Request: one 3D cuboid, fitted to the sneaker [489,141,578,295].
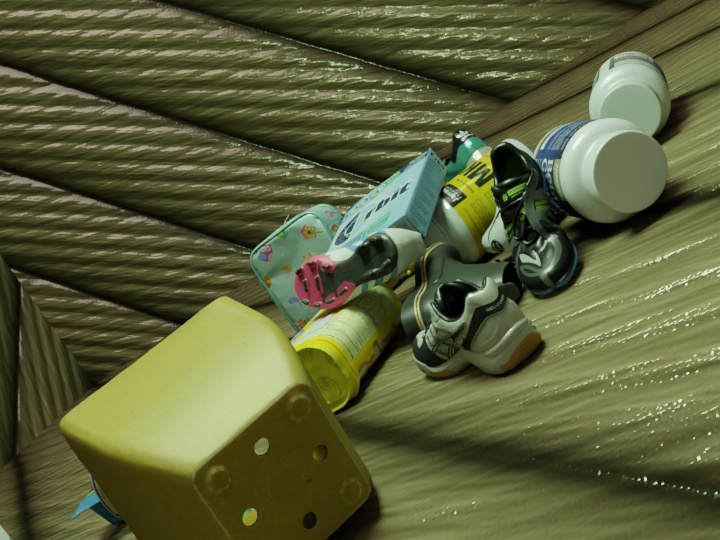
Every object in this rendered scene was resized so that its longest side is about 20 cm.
[{"bbox_3d":[0.176,-0.058,0.995,0.070,0.082,0.203,-31,47,25],"label":"sneaker"}]

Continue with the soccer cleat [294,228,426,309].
[{"bbox_3d":[0.000,0.000,1.147,0.085,0.071,0.198,-12,-7,-44],"label":"soccer cleat"}]

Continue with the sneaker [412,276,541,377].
[{"bbox_3d":[0.098,0.048,0.901,0.075,0.088,0.199,-40,8,-24],"label":"sneaker"}]

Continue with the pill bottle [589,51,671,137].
[{"bbox_3d":[0.375,-0.237,1.289,0.110,0.112,0.200,-31,9,24],"label":"pill bottle"}]

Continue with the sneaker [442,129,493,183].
[{"bbox_3d":[0.165,-0.137,1.427,0.071,0.080,0.202,-28,-29,-20],"label":"sneaker"}]

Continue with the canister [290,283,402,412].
[{"bbox_3d":[-0.037,0.102,1.158,0.147,0.087,0.200,-30,8,32],"label":"canister"}]

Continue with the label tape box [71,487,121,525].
[{"bbox_3d":[-0.297,0.283,1.287,0.142,0.067,0.200,-34,11,14],"label":"label tape box"}]

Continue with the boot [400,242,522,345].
[{"bbox_3d":[0.133,0.010,1.078,0.136,0.078,0.201,-25,23,25],"label":"boot"}]

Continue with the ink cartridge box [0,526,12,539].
[{"bbox_3d":[-0.642,0.423,1.419,0.127,0.202,0.125,-33,8,2],"label":"ink cartridge box"}]

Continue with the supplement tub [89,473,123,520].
[{"bbox_3d":[-0.218,0.215,1.050,0.144,0.146,0.199,-39,9,-31],"label":"supplement tub"}]

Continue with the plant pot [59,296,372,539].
[{"bbox_3d":[-0.101,0.160,0.773,0.193,0.198,0.199,-38,19,-23],"label":"plant pot"}]

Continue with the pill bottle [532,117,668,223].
[{"bbox_3d":[0.265,-0.112,1.029,0.110,0.112,0.200,-35,8,0],"label":"pill bottle"}]

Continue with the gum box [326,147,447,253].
[{"bbox_3d":[0.030,-0.065,1.260,0.169,0.045,0.201,-35,17,31],"label":"gum box"}]

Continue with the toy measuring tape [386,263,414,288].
[{"bbox_3d":[-0.004,0.003,1.512,0.195,0.075,0.074,-4,11,3],"label":"toy measuring tape"}]

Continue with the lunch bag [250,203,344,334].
[{"bbox_3d":[-0.064,0.010,1.383,0.159,0.202,0.077,-32,5,27],"label":"lunch bag"}]

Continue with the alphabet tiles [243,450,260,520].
[{"bbox_3d":[-0.144,0.167,0.940,0.166,0.199,0.008,-38,-26,-24],"label":"alphabet tiles"}]

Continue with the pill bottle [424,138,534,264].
[{"bbox_3d":[0.162,-0.082,1.288,0.199,0.115,0.114,-37,8,-10],"label":"pill bottle"}]

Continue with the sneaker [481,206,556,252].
[{"bbox_3d":[0.225,-0.092,1.216,0.199,0.075,0.088,-41,12,-34],"label":"sneaker"}]

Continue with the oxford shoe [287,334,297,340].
[{"bbox_3d":[-0.109,0.133,1.348,0.198,0.072,0.071,-31,3,37],"label":"oxford shoe"}]
